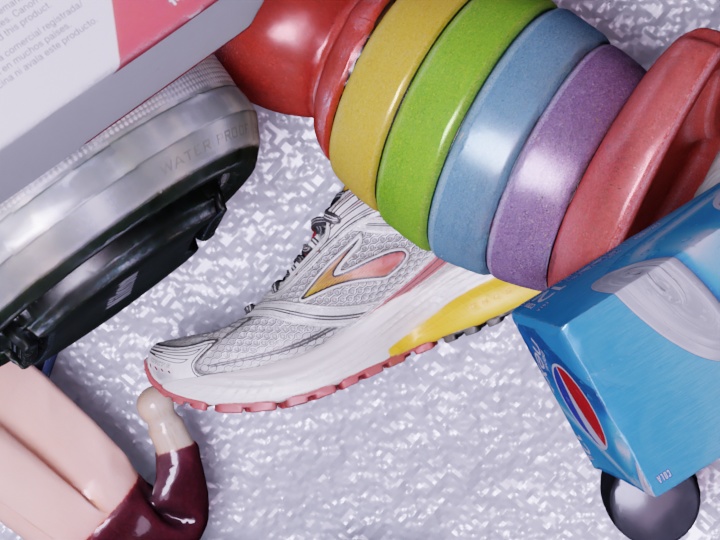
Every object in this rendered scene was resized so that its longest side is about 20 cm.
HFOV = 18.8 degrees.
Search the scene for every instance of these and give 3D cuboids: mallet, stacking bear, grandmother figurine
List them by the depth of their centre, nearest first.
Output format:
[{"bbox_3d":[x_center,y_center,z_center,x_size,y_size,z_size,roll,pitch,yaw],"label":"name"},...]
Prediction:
[{"bbox_3d":[0.030,-0.070,0.833,0.199,0.121,0.114,29,83,17],"label":"stacking bear"},{"bbox_3d":[0.126,0.016,0.903,0.041,0.066,0.201,4,103,3],"label":"mallet"},{"bbox_3d":[-0.114,0.107,0.929,0.200,0.061,0.121,41,105,-20],"label":"grandmother figurine"}]

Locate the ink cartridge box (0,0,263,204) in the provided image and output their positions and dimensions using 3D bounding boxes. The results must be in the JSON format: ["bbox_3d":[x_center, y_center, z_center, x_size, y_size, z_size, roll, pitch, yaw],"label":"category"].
[{"bbox_3d":[-0.141,-0.133,0.705,0.147,0.083,0.200,-37,87,-20],"label":"ink cartridge box"}]

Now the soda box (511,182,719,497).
[{"bbox_3d":[0.156,-0.006,0.743,0.199,0.064,0.068,-31,99,-9],"label":"soda box"}]

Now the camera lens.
[{"bbox_3d":[-0.147,-0.072,0.818,0.160,0.160,0.200,-37,87,12],"label":"camera lens"}]

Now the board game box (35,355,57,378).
[{"bbox_3d":[-0.187,-0.007,0.941,0.135,0.035,0.201,21,104,0],"label":"board game box"}]

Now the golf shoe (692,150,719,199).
[{"bbox_3d":[0.187,0.014,0.878,0.078,0.098,0.200,7,146,29],"label":"golf shoe"}]

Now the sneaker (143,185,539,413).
[{"bbox_3d":[0.000,0.000,0.913,0.199,0.078,0.083,-25,93,2],"label":"sneaker"}]
